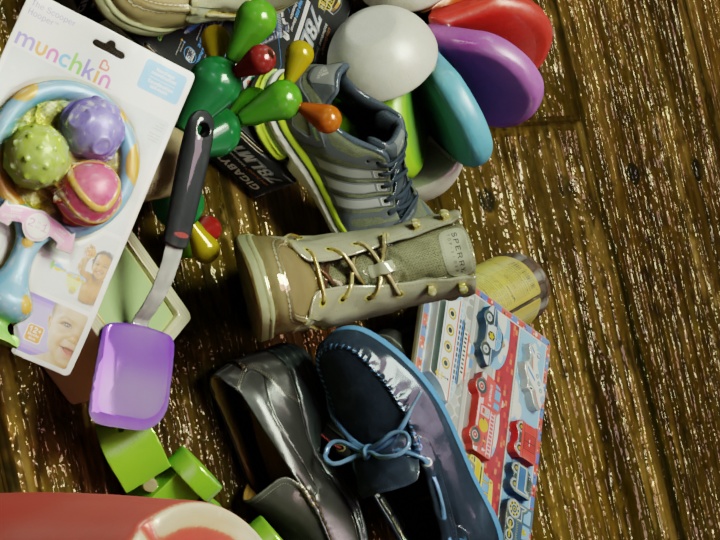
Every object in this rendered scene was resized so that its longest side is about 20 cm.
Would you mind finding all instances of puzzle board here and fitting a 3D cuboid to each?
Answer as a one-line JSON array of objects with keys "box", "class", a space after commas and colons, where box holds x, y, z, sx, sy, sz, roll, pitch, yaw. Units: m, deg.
[{"box": [0.088, 0.109, 1.422, 0.151, 0.017, 0.200, 35, 51, -38], "class": "puzzle board"}]

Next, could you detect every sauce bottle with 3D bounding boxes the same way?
[{"box": [0.075, 0.038, 1.495, 0.200, 0.065, 0.065, -23, 95, -52], "class": "sauce bottle"}]

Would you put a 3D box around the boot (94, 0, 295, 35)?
[{"box": [-0.067, -0.209, 1.248, 0.200, 0.154, 0.072, -12, 86, -53], "class": "boot"}]

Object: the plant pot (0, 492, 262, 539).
[{"box": [-0.147, 0.212, 1.079, 0.200, 0.177, 0.201, 21, 62, -44], "class": "plant pot"}]

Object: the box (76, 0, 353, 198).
[{"box": [-0.099, -0.190, 1.377, 0.198, 0.050, 0.200, 43, 49, -36], "class": "box"}]

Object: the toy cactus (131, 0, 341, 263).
[{"box": [-0.101, -0.074, 1.238, 0.102, 0.200, 0.165, 41, 37, 11], "class": "toy cactus"}]

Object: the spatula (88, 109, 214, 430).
[{"box": [-0.120, -0.001, 1.172, 0.056, 0.021, 0.200, 15, 93, -37], "class": "spatula"}]

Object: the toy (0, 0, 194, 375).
[{"box": [-0.176, -0.049, 1.119, 0.115, 0.047, 0.200, 26, 84, -27], "class": "toy"}]

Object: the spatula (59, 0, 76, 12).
[{"box": [-0.194, -0.168, 1.256, 0.021, 0.056, 0.200, -10, 88, -47], "class": "spatula"}]

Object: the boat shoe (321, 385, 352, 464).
[{"box": [0.027, 0.129, 1.411, 0.201, 0.063, 0.074, 43, 26, -33], "class": "boat shoe"}]

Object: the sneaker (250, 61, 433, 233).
[{"box": [0.006, -0.070, 1.363, 0.200, 0.081, 0.074, 46, 49, -29], "class": "sneaker"}]

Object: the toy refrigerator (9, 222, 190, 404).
[{"box": [-0.194, -0.021, 1.187, 0.200, 0.070, 0.076, 57, 42, -19], "class": "toy refrigerator"}]

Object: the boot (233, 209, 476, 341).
[{"box": [0.000, 0.000, 1.285, 0.200, 0.154, 0.072, 25, 55, -85], "class": "boot"}]

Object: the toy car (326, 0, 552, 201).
[{"box": [0.070, -0.155, 1.457, 0.175, 0.150, 0.200, 71, 29, -49], "class": "toy car"}]

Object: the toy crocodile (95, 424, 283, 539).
[{"box": [-0.104, 0.168, 1.244, 0.068, 0.062, 0.200, -43, 120, -3], "class": "toy crocodile"}]

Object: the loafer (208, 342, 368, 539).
[{"box": [-0.052, 0.152, 1.307, 0.072, 0.073, 0.200, -10, 76, -43], "class": "loafer"}]

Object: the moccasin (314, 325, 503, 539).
[{"box": [0.031, 0.131, 1.288, 0.200, 0.080, 0.068, 55, 46, -7], "class": "moccasin"}]
